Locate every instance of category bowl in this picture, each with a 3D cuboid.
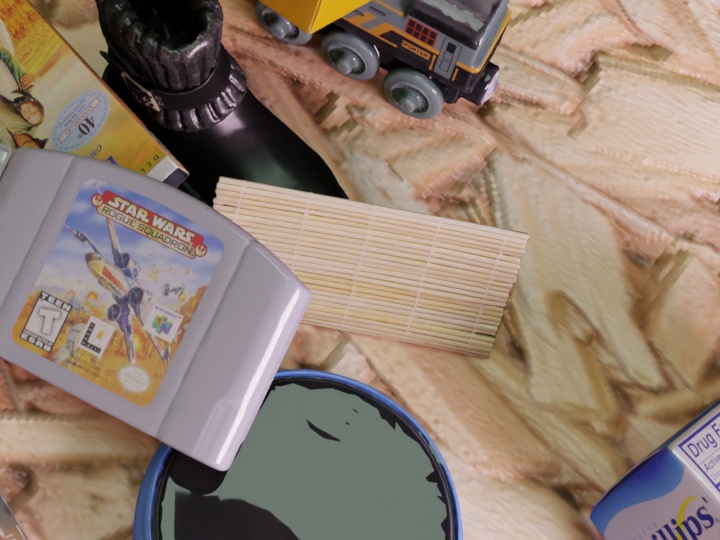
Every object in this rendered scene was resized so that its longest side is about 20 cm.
[{"bbox_3d":[-0.034,0.152,0.823,0.199,0.039,0.202,4,65,-9],"label":"bowl"}]

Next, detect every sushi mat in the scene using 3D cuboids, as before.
[{"bbox_3d":[0.000,0.000,0.876,0.198,0.096,0.012,10,28,-5],"label":"sushi mat"}]

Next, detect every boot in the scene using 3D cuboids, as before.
[{"bbox_3d":[-0.087,-0.105,0.866,0.211,0.158,0.080,36,64,8],"label":"boot"}]

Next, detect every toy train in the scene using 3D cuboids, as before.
[{"bbox_3d":[0.011,-0.185,0.947,0.199,0.114,0.085,30,63,4],"label":"toy train"}]

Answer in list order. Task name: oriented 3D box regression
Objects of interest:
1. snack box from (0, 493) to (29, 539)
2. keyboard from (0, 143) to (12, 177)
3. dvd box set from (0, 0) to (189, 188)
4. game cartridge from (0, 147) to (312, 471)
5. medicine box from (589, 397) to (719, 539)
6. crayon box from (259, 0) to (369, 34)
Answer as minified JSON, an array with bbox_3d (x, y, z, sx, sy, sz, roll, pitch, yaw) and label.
[{"bbox_3d":[-0.270,0.102,0.811,0.072,0.024,0.200,-31,74,-20],"label":"snack box"},{"bbox_3d":[-0.311,-0.086,0.867,0.199,0.011,0.057,23,88,13],"label":"keyboard"},{"bbox_3d":[-0.224,-0.081,0.872,0.146,0.029,0.200,-43,78,2],"label":"dvd box set"},{"bbox_3d":[-0.136,0.013,0.811,0.199,0.042,0.134,25,92,10],"label":"game cartridge"},{"bbox_3d":[0.273,0.157,0.822,0.182,0.103,0.200,-29,72,-35],"label":"medicine box"},{"bbox_3d":[-0.034,-0.213,0.834,0.127,0.051,0.200,37,42,15],"label":"crayon box"}]
